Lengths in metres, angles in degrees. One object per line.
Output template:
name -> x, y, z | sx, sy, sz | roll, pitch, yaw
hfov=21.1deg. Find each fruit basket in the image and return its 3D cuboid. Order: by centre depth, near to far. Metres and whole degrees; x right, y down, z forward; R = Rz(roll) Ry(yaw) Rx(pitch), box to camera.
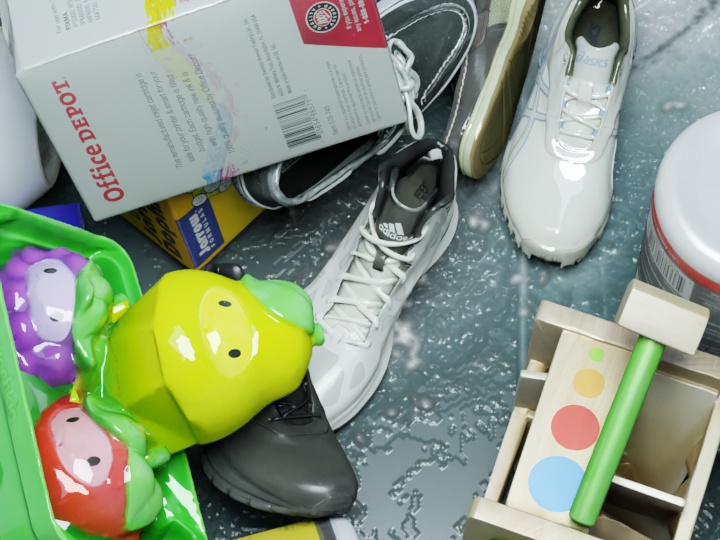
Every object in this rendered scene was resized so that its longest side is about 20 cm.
fruit basket -> -0.129, 0.058, 1.057 | 0.214, 0.155, 0.218 | -7, 76, 30

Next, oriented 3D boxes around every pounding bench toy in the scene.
pounding bench toy -> 0.135, 0.112, 1.090 | 0.123, 0.200, 0.157 | 18, 65, 9

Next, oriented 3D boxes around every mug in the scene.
mug -> -0.269, -0.109, 1.222 | 0.152, 0.150, 0.188 | 0, 63, 3

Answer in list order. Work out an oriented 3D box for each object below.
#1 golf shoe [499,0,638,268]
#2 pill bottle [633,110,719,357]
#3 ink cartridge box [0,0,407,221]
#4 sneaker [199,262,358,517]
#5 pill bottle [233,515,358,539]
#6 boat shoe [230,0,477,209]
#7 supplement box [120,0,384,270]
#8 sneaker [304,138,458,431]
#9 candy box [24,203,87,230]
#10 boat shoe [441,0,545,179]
golf shoe -> 0.137, -0.105, 1.251 | 0.078, 0.097, 0.202 | 10, 67, 3
pill bottle -> 0.220, 0.001, 1.140 | 0.115, 0.200, 0.117 | -1, 63, 1
ink cartridge box -> -0.094, -0.149, 1.106 | 0.198, 0.146, 0.145 | -18, 55, 0
sneaker -> -0.062, 0.068, 1.136 | 0.075, 0.091, 0.200 | -1, 32, -39
pill bottle -> -0.088, 0.215, 1.092 | 0.198, 0.112, 0.113 | -15, 65, -6
boat shoe -> 0.007, -0.109, 1.187 | 0.199, 0.068, 0.074 | -37, 113, -21
supplement box -> -0.083, -0.120, 1.242 | 0.109, 0.109, 0.200 | 36, 70, 30
sneaker -> 0.000, 0.000, 1.190 | 0.075, 0.116, 0.201 | 26, 68, 10
candy box -> -0.257, 0.060, 1.186 | 0.198, 0.077, 0.170 | -8, 64, -2
boat shoe -> 0.079, -0.149, 1.290 | 0.065, 0.072, 0.202 | 13, 60, 12
